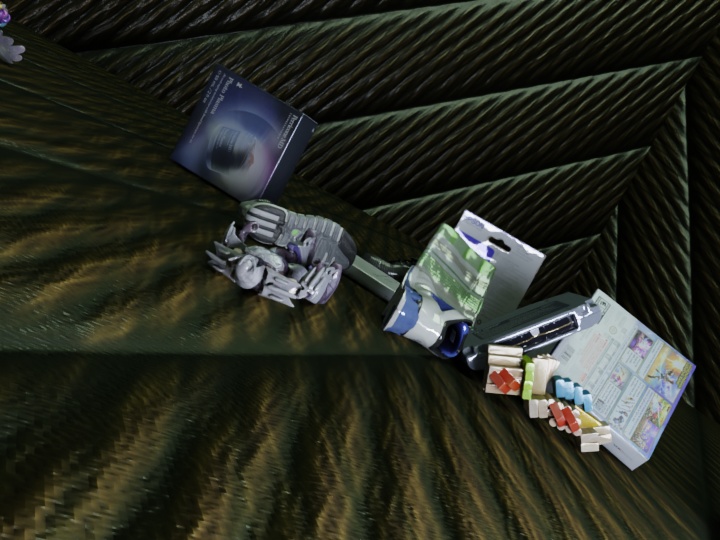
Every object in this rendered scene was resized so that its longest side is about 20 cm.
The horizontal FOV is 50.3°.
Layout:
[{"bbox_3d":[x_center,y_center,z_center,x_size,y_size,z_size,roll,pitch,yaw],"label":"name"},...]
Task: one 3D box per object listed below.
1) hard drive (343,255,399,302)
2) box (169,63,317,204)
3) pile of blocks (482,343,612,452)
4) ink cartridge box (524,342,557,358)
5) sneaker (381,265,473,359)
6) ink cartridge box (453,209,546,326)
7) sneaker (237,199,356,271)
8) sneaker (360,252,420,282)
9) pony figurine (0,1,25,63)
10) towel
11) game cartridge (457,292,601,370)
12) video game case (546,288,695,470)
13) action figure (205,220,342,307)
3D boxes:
[{"bbox_3d":[0.000,0.000,1.333,0.198,0.027,0.132,33,8,18],"label":"hard drive"},{"bbox_3d":[-0.218,-0.247,1.454,0.196,0.202,0.123,30,6,7],"label":"box"},{"bbox_3d":[0.244,0.160,0.974,0.198,0.083,0.062,30,6,-2],"label":"pile of blocks"},{"bbox_3d":[0.375,0.186,1.249,0.198,0.084,0.145,31,2,-32],"label":"ink cartridge box"},{"bbox_3d":[0.094,0.068,1.071,0.114,0.081,0.200,33,14,-2],"label":"sneaker"},{"bbox_3d":[0.246,0.009,1.564,0.196,0.202,0.043,29,7,-4],"label":"ink cartridge box"},{"bbox_3d":[-0.103,-0.067,1.193,0.198,0.076,0.115,25,6,-31],"label":"sneaker"},{"bbox_3d":[0.097,0.004,1.435,0.198,0.092,0.066,29,6,-4],"label":"sneaker"},{"bbox_3d":[-0.718,-0.490,1.423,0.191,0.170,0.198,25,18,35],"label":"pony figurine"},{"bbox_3d":[0.173,0.010,1.403,0.149,0.031,0.201,42,43,-7],"label":"towel"},{"bbox_3d":[0.230,0.084,1.094,0.133,0.197,0.042,-124,-167,-81],"label":"game cartridge"},{"bbox_3d":[0.363,0.150,1.098,0.180,0.046,0.200,39,53,11],"label":"video game case"},{"bbox_3d":[-0.088,-0.007,0.847,0.129,0.070,0.199,37,12,16],"label":"action figure"}]
